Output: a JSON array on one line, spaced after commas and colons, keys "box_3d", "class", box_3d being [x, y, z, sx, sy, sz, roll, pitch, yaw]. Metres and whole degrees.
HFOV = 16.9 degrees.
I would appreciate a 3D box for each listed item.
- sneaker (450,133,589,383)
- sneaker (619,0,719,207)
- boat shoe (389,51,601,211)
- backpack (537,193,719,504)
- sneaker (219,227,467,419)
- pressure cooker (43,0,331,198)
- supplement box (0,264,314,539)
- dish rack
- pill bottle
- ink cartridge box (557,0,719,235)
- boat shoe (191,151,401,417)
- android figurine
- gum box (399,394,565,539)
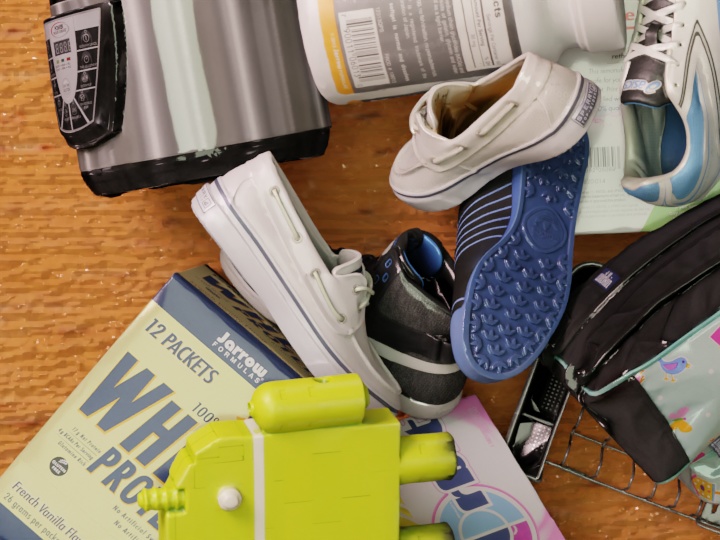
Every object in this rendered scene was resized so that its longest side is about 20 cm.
[{"box_3d": [0.094, -0.010, 1.563, 0.070, 0.078, 0.200, 28, 62, -16], "class": "sneaker"}, {"box_3d": [0.198, -0.140, 1.531, 0.072, 0.072, 0.200, 5, 96, 41], "class": "sneaker"}, {"box_3d": [0.067, -0.093, 1.542, 0.070, 0.200, 0.071, 32, 65, -22], "class": "boat shoe"}, {"box_3d": [0.232, 0.038, 1.530, 0.200, 0.176, 0.153, -44, 106, 1], "class": "backpack"}, {"box_3d": [0.000, 0.000, 1.612, 0.200, 0.073, 0.112, 35, 133, 18], "class": "sneaker"}, {"box_3d": [-0.117, -0.157, 1.604, 0.176, 0.179, 0.200, -9, 94, 10], "class": "pressure cooker"}, {"box_3d": [-0.125, 0.115, 1.594, 0.134, 0.200, 0.200, 40, 93, 0], "class": "supplement box"}, {"box_3d": [0.211, 0.094, 1.640, 0.200, 0.055, 0.154, 21, 93, 4], "class": "dish rack"}, {"box_3d": [0.066, -0.176, 1.561, 0.200, 0.116, 0.117, -8, 90, 10], "class": "pill bottle"}, {"box_3d": [0.187, -0.126, 1.633, 0.117, 0.067, 0.200, -2, 91, 6], "class": "ink cartridge box"}, {"box_3d": [-0.023, 0.014, 1.538, 0.067, 0.074, 0.200, -36, 112, 7], "class": "boat shoe"}, {"box_3d": [-0.039, 0.151, 1.484, 0.200, 0.041, 0.182, -3, 107, -16], "class": "android figurine"}, {"box_3d": [0.069, 0.192, 1.588, 0.113, 0.066, 0.200, -17, 62, -30], "class": "gum box"}]
